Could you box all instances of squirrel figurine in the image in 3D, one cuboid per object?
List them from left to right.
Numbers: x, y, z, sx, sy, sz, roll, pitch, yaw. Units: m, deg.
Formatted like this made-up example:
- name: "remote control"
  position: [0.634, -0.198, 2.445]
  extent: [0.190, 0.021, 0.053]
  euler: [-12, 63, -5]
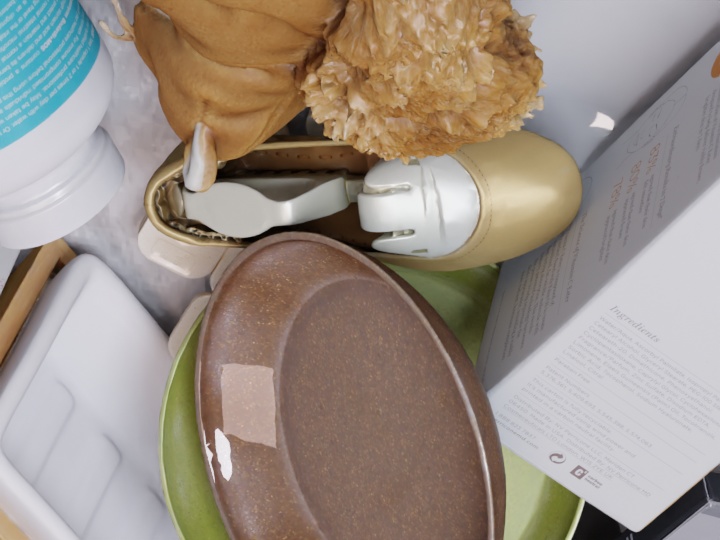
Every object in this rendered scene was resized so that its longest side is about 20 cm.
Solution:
- name: "squirrel figurine"
  position: [-0.025, -0.104, 1.208]
  extent: [0.200, 0.142, 0.187]
  euler: [32, 140, 15]

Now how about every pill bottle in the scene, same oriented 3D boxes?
- name: "pill bottle"
  position: [-0.180, -0.106, 1.275]
  extent: [0.111, 0.111, 0.200]
  euler: [-16, 123, 24]

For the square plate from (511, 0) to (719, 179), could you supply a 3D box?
- name: "square plate"
  position: [0.126, -0.117, 1.251]
  extent: [0.200, 0.028, 0.198]
  euler: [11, 131, 4]

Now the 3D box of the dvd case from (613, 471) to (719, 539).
- name: "dvd case"
  position: [0.159, 0.170, 1.403]
  extent: [0.150, 0.025, 0.200]
  euler: [17, 135, -31]

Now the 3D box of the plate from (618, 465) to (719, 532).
- name: "plate"
  position: [0.181, 0.095, 1.408]
  extent: [0.200, 0.032, 0.200]
  euler: [36, 128, -15]

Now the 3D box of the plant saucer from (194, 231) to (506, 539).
- name: "plant saucer"
  position: [0.002, 0.077, 1.267]
  extent: [0.200, 0.037, 0.200]
  euler: [24, 122, 46]

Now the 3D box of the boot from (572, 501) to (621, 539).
- name: "boot"
  position: [0.021, 0.147, 1.415]
  extent: [0.200, 0.074, 0.075]
  euler: [5, 141, -5]

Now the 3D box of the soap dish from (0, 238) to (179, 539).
- name: "soap dish"
  position: [-0.129, 0.105, 1.408]
  extent: [0.081, 0.157, 0.200]
  euler: [-18, 123, 35]

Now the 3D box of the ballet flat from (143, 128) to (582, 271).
- name: "ballet flat"
  position: [-0.003, -0.028, 1.276]
  extent: [0.200, 0.063, 0.069]
  euler: [0, 105, 26]

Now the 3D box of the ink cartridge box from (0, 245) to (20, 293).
- name: "ink cartridge box"
  position: [-0.220, 0.035, 1.340]
  extent: [0.067, 0.200, 0.116]
  euler: [31, 129, -12]

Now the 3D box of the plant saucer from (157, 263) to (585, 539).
- name: "plant saucer"
  position: [0.007, 0.079, 1.347]
  extent: [0.200, 0.031, 0.200]
  euler: [0, 90, 8]

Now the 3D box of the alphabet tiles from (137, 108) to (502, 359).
- name: "alphabet tiles"
  position: [0.000, 0.000, 1.371]
  extent: [0.200, 0.015, 0.196]
  euler: [28, 123, -10]

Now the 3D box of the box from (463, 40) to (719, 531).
- name: "box"
  position: [0.148, -0.005, 1.237]
  extent: [0.097, 0.124, 0.200]
  euler: [34, 128, -13]
